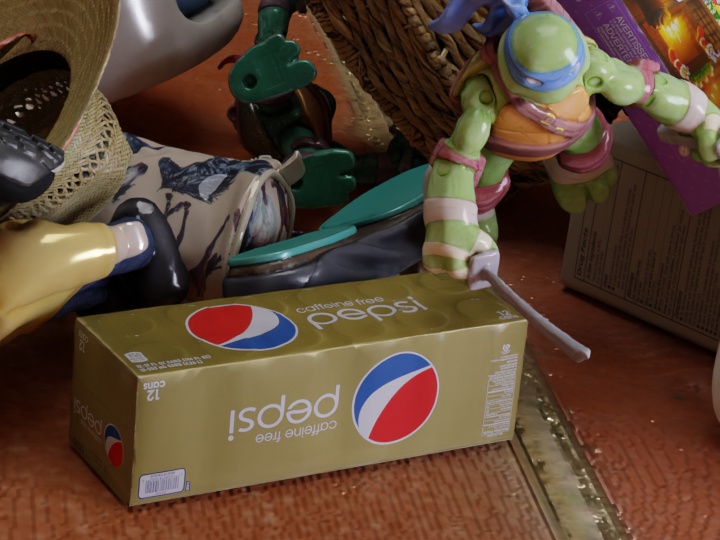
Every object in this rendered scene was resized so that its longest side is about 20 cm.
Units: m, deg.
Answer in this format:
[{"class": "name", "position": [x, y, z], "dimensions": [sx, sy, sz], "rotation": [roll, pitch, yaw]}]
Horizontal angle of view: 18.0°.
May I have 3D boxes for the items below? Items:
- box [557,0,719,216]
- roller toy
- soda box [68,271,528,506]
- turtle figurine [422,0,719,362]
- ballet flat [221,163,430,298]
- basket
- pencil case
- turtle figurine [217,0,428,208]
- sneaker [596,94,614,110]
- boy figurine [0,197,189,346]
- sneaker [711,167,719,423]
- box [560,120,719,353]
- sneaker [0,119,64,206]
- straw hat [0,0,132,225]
[{"class": "box", "position": [0.189, -0.135, 1.166], "dimensions": [0.039, 0.137, 0.200], "rotation": [-25, 13, 44]}, {"class": "roller toy", "position": [-0.171, -0.167, 1.365], "dimensions": [0.200, 0.140, 0.182], "rotation": [-26, 17, -21]}, {"class": "soda box", "position": [-0.026, 0.049, 1.019], "dimensions": [0.199, 0.064, 0.068], "rotation": [-7, 25, -30]}, {"class": "turtle figurine", "position": [0.096, -0.033, 1.035], "dimensions": [0.200, 0.144, 0.194], "rotation": [36, -8, 2]}, {"class": "ballet flat", "position": [0.000, 0.000, 1.144], "dimensions": [0.073, 0.073, 0.200], "rotation": [18, 26, 27]}, {"class": "basket", "position": [0.040, -0.132, 1.322], "dimensions": [0.149, 0.200, 0.143], "rotation": [-12, 39, 48]}, {"class": "pencil case", "position": [-0.127, -0.039, 1.180], "dimensions": [0.199, 0.078, 0.090], "rotation": [17, 59, 24]}, {"class": "turtle figurine", "position": [-0.027, -0.096, 1.335], "dimensions": [0.150, 0.101, 0.200], "rotation": [49, 13, -5]}, {"class": "sneaker", "position": [0.155, -0.159, 1.297], "dimensions": [0.200, 0.070, 0.090], "rotation": [-28, 73, -33]}, {"class": "boy figurine", "position": [-0.151, 0.012, 1.013], "dimensions": [0.124, 0.065, 0.200], "rotation": [-27, 0, 25]}, {"class": "sneaker", "position": [0.214, -0.017, 1.042], "dimensions": [0.075, 0.201, 0.105], "rotation": [8, -7, -17]}, {"class": "box", "position": [0.207, -0.007, 1.183], "dimensions": [0.078, 0.095, 0.200], "rotation": [-14, 31, -43]}, {"class": "sneaker", "position": [-0.198, -0.031, 1.004], "dimensions": [0.076, 0.088, 0.200], "rotation": [24, -6, -33]}, {"class": "straw hat", "position": [-0.161, -0.062, 1.106], "dimensions": [0.085, 0.201, 0.201], "rotation": [38, 0, -37]}]
